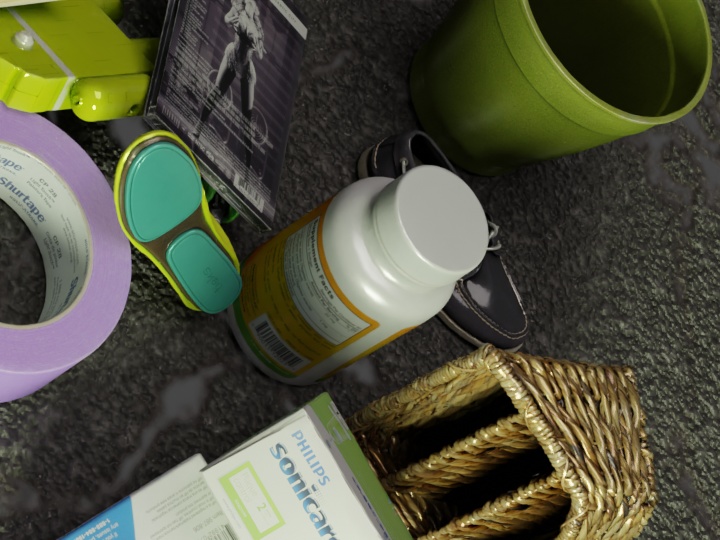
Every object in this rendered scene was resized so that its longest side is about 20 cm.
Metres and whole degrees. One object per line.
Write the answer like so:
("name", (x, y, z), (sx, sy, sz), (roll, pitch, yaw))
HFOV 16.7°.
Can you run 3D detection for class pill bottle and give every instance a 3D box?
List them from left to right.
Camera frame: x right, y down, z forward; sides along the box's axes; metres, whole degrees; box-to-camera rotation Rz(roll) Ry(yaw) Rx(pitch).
("pill bottle", (0.000, 0.000, 1.772), (0.111, 0.200, 0.112), (18, 59, -31))

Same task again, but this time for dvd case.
("dvd case", (-0.096, -0.149, 1.803), (0.149, 0.016, 0.201), (45, 43, -42))

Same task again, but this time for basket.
("basket", (0.095, 0.154, 1.773), (0.148, 0.200, 0.144), (9, 65, -38))

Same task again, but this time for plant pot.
("plant pot", (0.145, -0.170, 1.976), (0.200, 0.193, 0.201), (18, 58, -31))

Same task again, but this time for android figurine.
("android figurine", (-0.226, -0.167, 1.742), (0.200, 0.041, 0.182), (-7, 48, -51))

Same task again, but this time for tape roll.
("tape roll", (-0.256, -0.014, 1.668), (0.199, 0.066, 0.201), (18, 57, -31))

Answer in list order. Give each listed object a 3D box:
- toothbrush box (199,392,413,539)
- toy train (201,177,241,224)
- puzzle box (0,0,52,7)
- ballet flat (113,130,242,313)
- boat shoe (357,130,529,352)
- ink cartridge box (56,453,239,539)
("toothbrush box", (-0.028, 0.169, 1.670), (0.086, 0.200, 0.146), (-31, 89, 2))
("toy train", (-0.111, -0.116, 1.840), (0.042, 0.056, 0.201), (34, 49, -40))
("puzzle box", (-0.306, -0.225, 1.703), (0.199, 0.026, 0.133), (-11, 44, -35))
("ballet flat", (-0.139, -0.043, 1.722), (0.067, 0.200, 0.067), (-35, 54, -8))
("boat shoe", (0.076, -0.023, 1.937), (0.200, 0.063, 0.073), (55, 47, -3))
("ink cartridge box", (-0.123, 0.247, 1.631), (0.144, 0.084, 0.201), (-30, 88, -43))
